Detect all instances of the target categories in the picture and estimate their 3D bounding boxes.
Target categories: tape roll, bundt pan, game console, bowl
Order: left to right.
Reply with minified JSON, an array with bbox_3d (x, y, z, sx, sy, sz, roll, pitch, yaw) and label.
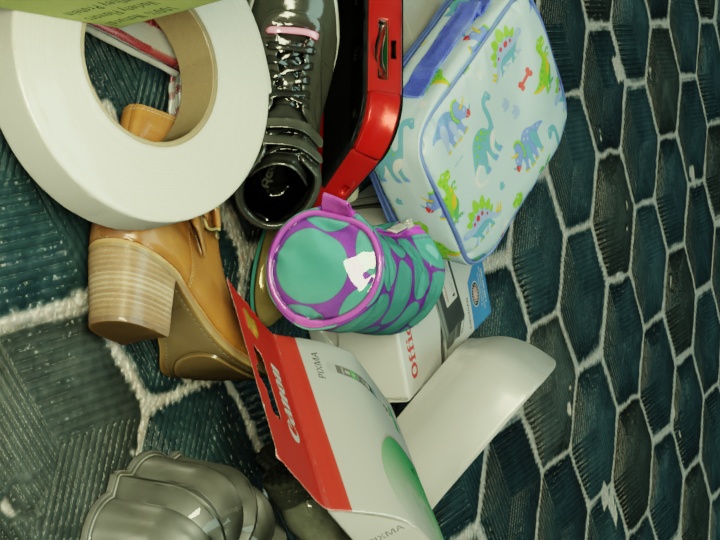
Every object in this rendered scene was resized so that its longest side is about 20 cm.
[{"bbox_3d":[-0.140,-0.126,0.973,0.202,0.037,0.205,12,73,-43],"label":"tape roll"},{"bbox_3d":[-0.108,0.222,1.050,0.201,0.075,0.204,14,74,-63],"label":"bundt pan"},{"bbox_3d":[-0.014,-0.138,1.151,0.031,0.177,0.202,12,58,-18],"label":"game console"},{"bbox_3d":[0.075,0.133,1.327,0.200,0.075,0.200,-50,174,8],"label":"bowl"}]

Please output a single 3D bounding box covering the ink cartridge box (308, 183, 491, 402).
[{"bbox_3d":[0.032,0.009,1.343,0.200,0.083,0.146,-40,122,-57],"label":"ink cartridge box"}]

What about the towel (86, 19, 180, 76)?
[{"bbox_3d":[-0.151,-0.245,1.025,0.143,0.023,0.202,23,67,-45],"label":"towel"}]

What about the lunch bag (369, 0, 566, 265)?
[{"bbox_3d":[0.085,-0.121,1.250,0.201,0.082,0.161,-56,138,-29],"label":"lunch bag"}]

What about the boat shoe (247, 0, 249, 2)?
[{"bbox_3d":[-0.061,-0.204,1.136,0.073,0.075,0.202,3,99,-31],"label":"boat shoe"}]

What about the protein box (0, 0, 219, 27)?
[{"bbox_3d":[-0.148,-0.221,0.810,0.199,0.197,0.137,3,85,-45],"label":"protein box"}]

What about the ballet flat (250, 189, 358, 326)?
[{"bbox_3d":[-0.037,-0.049,1.225,0.069,0.062,0.202,64,34,-58],"label":"ballet flat"}]

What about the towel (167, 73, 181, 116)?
[{"bbox_3d":[-0.101,-0.168,1.154,0.146,0.030,0.203,-13,102,-64],"label":"towel"}]

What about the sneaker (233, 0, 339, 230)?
[{"bbox_3d":[-0.048,-0.119,1.076,0.099,0.070,0.202,-114,-148,-67],"label":"sneaker"}]

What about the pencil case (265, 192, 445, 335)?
[{"bbox_3d":[0.000,0.000,1.124,0.200,0.084,0.093,6,103,-75],"label":"pencil case"}]

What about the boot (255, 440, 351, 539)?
[{"bbox_3d":[-0.022,0.186,1.150,0.132,0.067,0.200,63,4,-7],"label":"boot"}]

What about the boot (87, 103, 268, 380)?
[{"bbox_3d":[-0.111,-0.012,1.068,0.200,0.073,0.156,40,49,-59],"label":"boot"}]

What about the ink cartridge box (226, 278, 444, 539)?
[{"bbox_3d":[-0.012,0.106,1.046,0.201,0.050,0.162,58,7,-46],"label":"ink cartridge box"}]

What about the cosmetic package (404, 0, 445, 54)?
[{"bbox_3d":[0.015,-0.201,1.304,0.201,0.106,0.091,62,37,-38],"label":"cosmetic package"}]
